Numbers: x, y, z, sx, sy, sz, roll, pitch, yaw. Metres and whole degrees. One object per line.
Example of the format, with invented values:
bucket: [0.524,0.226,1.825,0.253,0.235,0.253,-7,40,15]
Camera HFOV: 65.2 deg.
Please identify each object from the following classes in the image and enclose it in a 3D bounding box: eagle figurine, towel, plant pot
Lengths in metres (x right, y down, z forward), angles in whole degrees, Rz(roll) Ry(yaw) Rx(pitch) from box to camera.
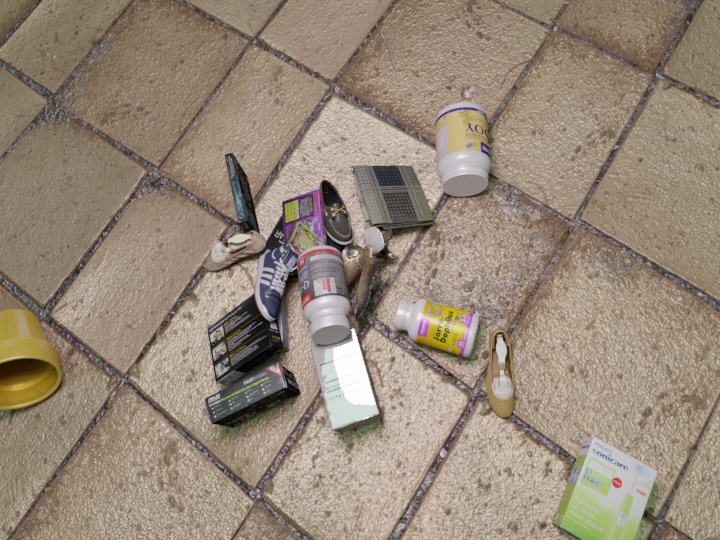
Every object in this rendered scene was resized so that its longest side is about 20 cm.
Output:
eagle figurine: [0.004,0.006,1.407,0.199,0.151,0.153,-42,99,-24]
towel: [0.082,-0.193,1.472,0.186,0.035,0.205,-4,58,-23]
plant pot: [-0.879,0.213,1.432,0.197,0.203,0.191,-31,54,-4]

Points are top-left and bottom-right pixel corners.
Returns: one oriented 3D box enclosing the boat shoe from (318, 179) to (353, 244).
boat shoe: [-0.070,-0.154,1.475,0.069,0.062,0.204,-11,50,-22]

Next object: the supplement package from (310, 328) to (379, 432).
supplement package: [-0.032,0.263,1.334,0.116,0.122,0.206,-17,71,0]

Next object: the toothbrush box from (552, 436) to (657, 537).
toothbrush box: [0.522,0.489,1.210,0.142,0.086,0.204,26,75,14]

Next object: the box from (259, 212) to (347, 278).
box: [-0.147,-0.062,1.497,0.196,0.044,0.163,27,77,15]

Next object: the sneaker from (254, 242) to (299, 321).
sneaker: [-0.194,0.019,1.355,0.106,0.070,0.205,-26,46,20]

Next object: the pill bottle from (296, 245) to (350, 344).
pill bottle: [-0.083,0.056,1.308,0.112,0.117,0.206,-13,59,2]

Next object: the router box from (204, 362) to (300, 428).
router box: [-0.252,0.299,1.335,0.195,0.150,0.064,-25,70,-2]

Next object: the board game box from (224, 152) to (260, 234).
board game box: [-0.316,-0.194,1.513,0.027,0.136,0.206,-16,70,1]

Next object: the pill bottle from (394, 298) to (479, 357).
pill bottle: [0.182,0.132,1.359,0.193,0.105,0.108,15,74,12]

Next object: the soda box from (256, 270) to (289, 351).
soda box: [-0.225,0.102,1.442,0.066,0.064,0.208,-8,71,7]

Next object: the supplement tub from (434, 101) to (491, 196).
supplement tub: [0.268,-0.315,1.474,0.140,0.146,0.208,-3,71,6]

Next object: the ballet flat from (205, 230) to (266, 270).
ballet flat: [-0.343,-0.059,1.486,0.194,0.067,0.070,-22,59,15]

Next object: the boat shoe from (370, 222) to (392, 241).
boat shoe: [0.036,-0.179,1.500,0.070,0.065,0.206,-17,71,1]

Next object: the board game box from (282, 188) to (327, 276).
board game box: [-0.144,-0.097,1.451,0.117,0.032,0.208,-15,69,27]

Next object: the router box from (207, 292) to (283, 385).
router box: [-0.287,0.166,1.384,0.197,0.051,0.153,-33,58,23]

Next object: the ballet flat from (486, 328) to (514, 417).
ballet flat: [0.329,0.238,1.328,0.066,0.063,0.208,-3,72,6]
